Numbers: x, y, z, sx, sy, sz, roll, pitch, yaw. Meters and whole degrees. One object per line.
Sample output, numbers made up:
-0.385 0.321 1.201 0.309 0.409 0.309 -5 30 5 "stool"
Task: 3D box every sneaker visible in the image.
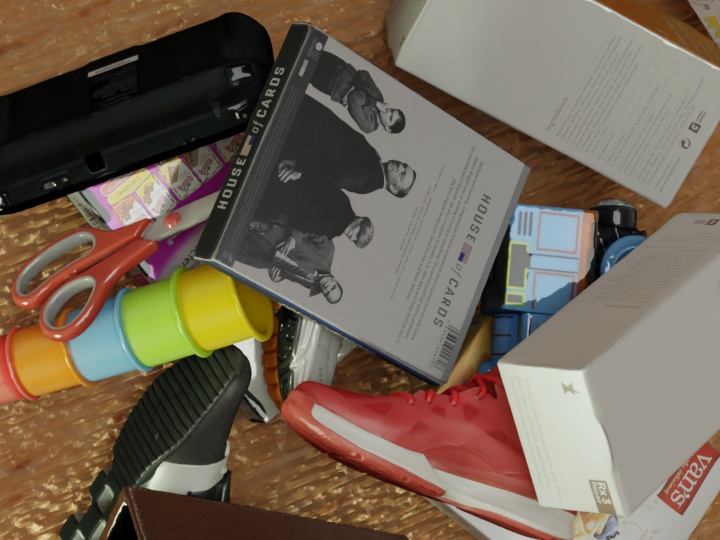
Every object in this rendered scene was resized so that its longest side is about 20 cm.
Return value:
-0.112 0.135 1.518 0.088 0.074 0.200 27 107 -28 "sneaker"
0.056 0.080 1.466 0.199 0.078 0.116 25 81 -21 "sneaker"
0.000 0.000 1.496 0.092 0.076 0.201 14 86 -18 "sneaker"

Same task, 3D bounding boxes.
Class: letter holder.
-0.056 0.225 1.462 0.199 0.142 0.101 13 118 -27 "letter holder"

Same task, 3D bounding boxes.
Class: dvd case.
0.006 -0.036 1.445 0.200 0.025 0.151 30 78 -39 "dvd case"

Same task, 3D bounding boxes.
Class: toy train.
0.130 0.052 1.544 0.114 0.087 0.201 5 86 -7 "toy train"

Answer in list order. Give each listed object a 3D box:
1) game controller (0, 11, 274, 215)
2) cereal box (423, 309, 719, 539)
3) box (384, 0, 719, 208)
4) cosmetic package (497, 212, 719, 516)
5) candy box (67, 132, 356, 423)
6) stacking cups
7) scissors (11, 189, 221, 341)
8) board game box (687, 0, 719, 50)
-0.147 -0.098 1.492 0.199 0.104 0.042 -19 123 8 "game controller"
0.130 0.126 1.598 0.200 0.040 0.144 37 78 -9 "cereal box"
0.126 -0.141 1.551 0.199 0.124 0.098 27 106 -11 "box"
0.174 0.052 1.449 0.200 0.074 0.102 -34 115 -40 "cosmetic package"
-0.077 -0.021 1.545 0.136 0.061 0.200 -39 96 -12 "candy box"
-0.154 0.044 1.484 0.199 0.060 0.061 -19 93 15 "stacking cups"
-0.125 -0.029 1.474 0.200 0.073 0.014 -36 137 5 "scissors"
0.231 -0.263 1.613 0.134 0.034 0.200 -39 98 -35 "board game box"
